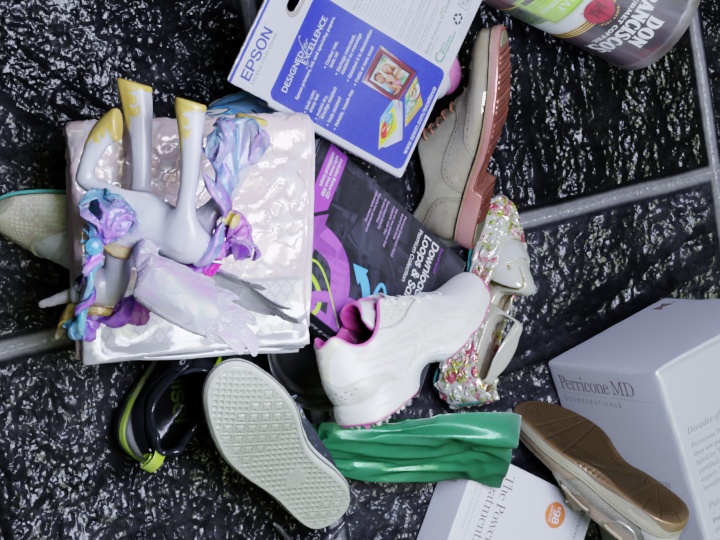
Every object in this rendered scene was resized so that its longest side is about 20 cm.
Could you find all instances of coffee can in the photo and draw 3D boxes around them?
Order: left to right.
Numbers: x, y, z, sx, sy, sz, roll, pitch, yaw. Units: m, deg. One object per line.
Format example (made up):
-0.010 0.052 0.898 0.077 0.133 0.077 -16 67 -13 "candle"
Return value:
0.191 -0.284 1.658 0.199 0.146 0.148 19 82 -30 "coffee can"

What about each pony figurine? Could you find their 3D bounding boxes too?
-0.135 -0.024 1.360 0.191 0.166 0.202 17 95 14 "pony figurine"

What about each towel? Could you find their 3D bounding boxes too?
-0.131 -0.025 1.442 0.198 0.032 0.193 -4 98 -20 "towel"

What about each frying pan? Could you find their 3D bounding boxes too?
-0.053 0.095 1.582 0.115 0.031 0.191 40 70 -27 "frying pan"

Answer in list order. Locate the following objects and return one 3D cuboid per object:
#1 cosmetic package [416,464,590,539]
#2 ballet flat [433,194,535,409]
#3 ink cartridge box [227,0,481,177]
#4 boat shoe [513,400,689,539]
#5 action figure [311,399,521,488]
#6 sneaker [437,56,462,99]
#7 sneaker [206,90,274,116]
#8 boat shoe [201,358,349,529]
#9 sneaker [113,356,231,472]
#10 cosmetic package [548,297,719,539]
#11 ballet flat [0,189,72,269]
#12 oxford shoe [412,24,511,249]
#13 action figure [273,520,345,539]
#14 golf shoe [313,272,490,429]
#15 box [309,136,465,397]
0.118 0.280 1.685 0.150 0.052 0.202 27 77 -31 "cosmetic package"
0.124 0.032 1.670 0.075 0.063 0.202 23 80 -54 "ballet flat"
-0.003 -0.206 1.517 0.199 0.047 0.199 27 88 -35 "ink cartridge box"
0.209 0.193 1.677 0.072 0.200 0.065 -17 134 -44 "boat shoe"
0.032 0.147 1.595 0.198 0.119 0.055 2 48 -6 "action figure"
0.010 -0.215 1.589 0.086 0.080 0.201 -43 111 -21 "sneaker"
-0.119 -0.096 1.505 0.199 0.090 0.079 -22 102 -29 "sneaker"
-0.074 0.137 1.511 0.074 0.062 0.200 -36 131 1 "boat shoe"
-0.129 0.076 1.508 0.071 0.083 0.201 32 75 -28 "sneaker"
0.310 0.149 1.730 0.165 0.167 0.202 -25 103 -28 "cosmetic package"
-0.198 -0.024 1.464 0.198 0.067 0.063 3 59 -28 "ballet flat"
0.086 -0.120 1.611 0.071 0.073 0.202 -39 142 -68 "oxford shoe"
-0.003 0.295 1.583 0.200 0.102 0.119 43 99 15 "action figure"
0.037 0.047 1.543 0.200 0.075 0.092 -43 109 -39 "golf shoe"
0.000 0.000 1.587 0.200 0.036 0.144 40 58 -33 "box"
